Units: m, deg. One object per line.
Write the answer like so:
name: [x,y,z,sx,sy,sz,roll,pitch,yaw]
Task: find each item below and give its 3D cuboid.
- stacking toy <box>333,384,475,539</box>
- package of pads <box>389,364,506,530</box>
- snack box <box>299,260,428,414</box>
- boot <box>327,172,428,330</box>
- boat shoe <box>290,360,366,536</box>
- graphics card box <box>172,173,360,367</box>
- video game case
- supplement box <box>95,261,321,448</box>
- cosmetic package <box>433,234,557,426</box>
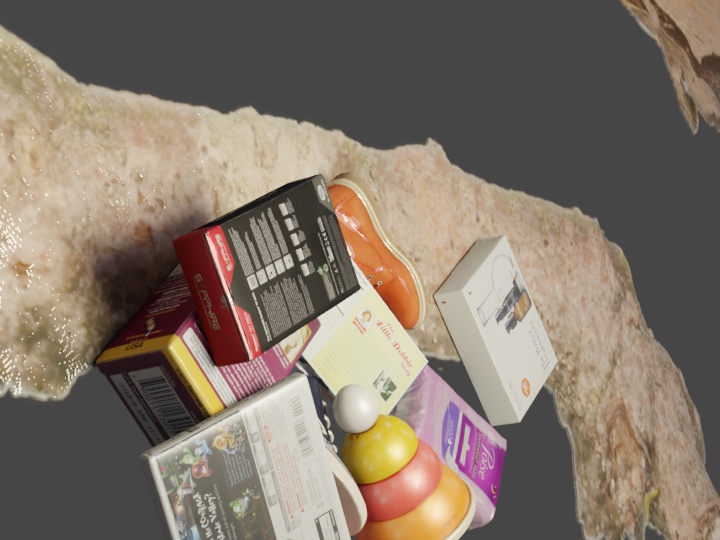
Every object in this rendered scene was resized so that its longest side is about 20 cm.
stacking toy: [0.027,0.203,1.563,0.146,0.145,0.202,-52,125,-48]
package of pads: [0.092,0.209,1.726,0.200,0.075,0.122,45,47,-39]
snack box: [-0.015,0.077,1.609,0.116,0.037,0.201,-50,124,-20]
boot: [0.000,0.000,1.669,0.201,0.075,0.107,57,42,-14]
boat shoe: [-0.048,0.174,1.517,0.201,0.074,0.093,55,36,-13]
graphics card box: [-0.084,-0.004,1.377,0.200,0.050,0.127,-33,106,-52]
video game case: [-0.098,0.221,1.334,0.181,0.023,0.202,-26,110,-35]
supplement box: [-0.142,0.069,1.406,0.132,0.102,0.200,60,39,-22]
cosmetic package: [0.181,0.078,1.918,0.151,0.051,0.202,-46,118,-48]
